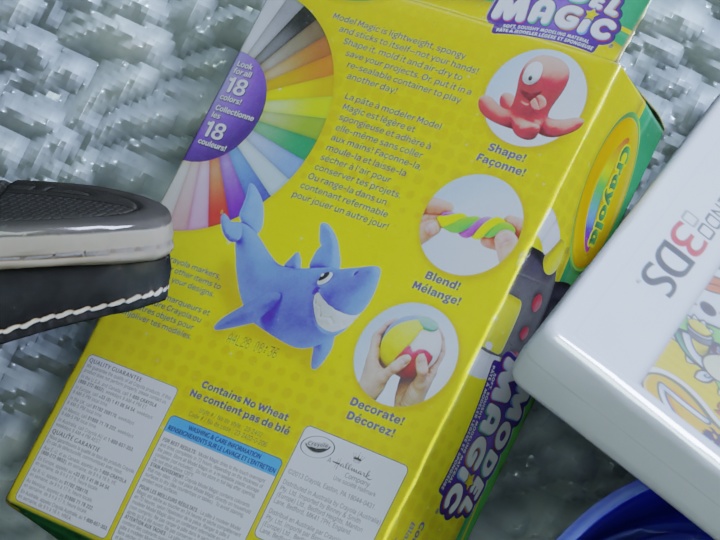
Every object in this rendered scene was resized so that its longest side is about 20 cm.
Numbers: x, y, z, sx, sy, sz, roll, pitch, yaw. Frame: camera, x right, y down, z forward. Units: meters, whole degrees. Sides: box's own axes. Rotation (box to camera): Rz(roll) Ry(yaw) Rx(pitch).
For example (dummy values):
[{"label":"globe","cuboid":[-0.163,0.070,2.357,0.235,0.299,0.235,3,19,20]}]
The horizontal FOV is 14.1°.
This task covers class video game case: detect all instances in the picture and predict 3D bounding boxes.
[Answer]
[{"label":"video game case","cuboid":[0.151,0.045,0.774,0.200,0.182,0.023,38,123,3]}]

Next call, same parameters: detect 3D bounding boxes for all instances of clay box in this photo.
[{"label":"clay box","cuboid":[0.000,0.000,0.796,0.115,0.048,0.201,20,75,31]}]

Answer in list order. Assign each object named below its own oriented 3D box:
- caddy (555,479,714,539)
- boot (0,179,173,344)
[{"label":"caddy","cuboid":[0.079,0.142,0.766,0.200,0.105,0.141,-43,84,-11]},{"label":"boot","cuboid":[-0.137,0.062,0.762,0.199,0.073,0.151,-11,101,-6]}]
